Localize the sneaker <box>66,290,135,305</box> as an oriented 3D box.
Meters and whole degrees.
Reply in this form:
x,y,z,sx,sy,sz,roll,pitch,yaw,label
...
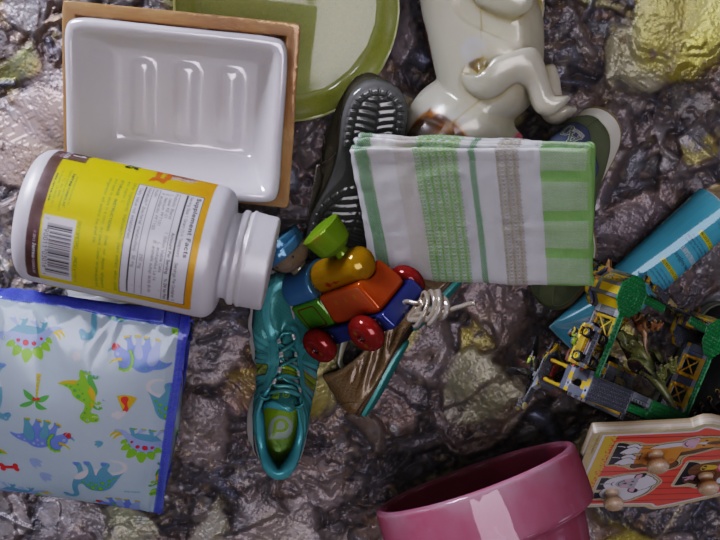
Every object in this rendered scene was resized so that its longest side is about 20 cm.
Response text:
x,y,z,sx,sy,sz,roll,pitch,yaw,label
-0.178,-0.019,0.896,0.199,0.075,0.100,-15,104,-3,sneaker

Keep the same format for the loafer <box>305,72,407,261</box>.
x,y,z,sx,sy,sz,roll,pitch,yaw,label
-0.003,-0.090,0.894,0.075,0.070,0.201,10,125,-14,loafer

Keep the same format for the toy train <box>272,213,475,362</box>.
x,y,z,sx,sy,sz,roll,pitch,yaw,label
0.000,0.000,0.831,0.116,0.199,0.085,51,54,-15,toy train

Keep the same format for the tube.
x,y,z,sx,sy,sz,roll,pitch,yaw,label
0.274,0.005,0.963,0.200,0.050,0.077,-43,125,5,tube

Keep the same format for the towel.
x,y,z,sx,sy,sz,roll,pitch,yaw,label
0.097,-0.051,0.834,0.198,0.031,0.150,3,132,17,towel

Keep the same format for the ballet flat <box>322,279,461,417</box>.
x,y,z,sx,sy,sz,roll,pitch,yaw,label
0.030,0.045,0.945,0.072,0.068,0.201,37,100,9,ballet flat

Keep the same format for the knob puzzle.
x,y,z,sx,sy,sz,roll,pitch,yaw,label
0.305,0.193,0.934,0.218,0.031,0.220,-1,144,-1,knob puzzle

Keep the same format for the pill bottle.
x,y,z,sx,sy,sz,roll,pitch,yaw,label
-0.169,-0.026,0.801,0.198,0.109,0.110,12,100,-3,pill bottle

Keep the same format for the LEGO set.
x,y,z,sx,sy,sz,roll,pitch,yaw,label
0.234,0.071,0.926,0.199,0.116,0.155,13,95,-35,LEGO set

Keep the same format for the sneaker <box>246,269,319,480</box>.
x,y,z,sx,sy,sz,roll,pitch,yaw,label
-0.068,0.100,0.930,0.077,0.080,0.202,1,101,-6,sneaker

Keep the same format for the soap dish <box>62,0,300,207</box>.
x,y,z,sx,sy,sz,roll,pitch,yaw,label
-0.153,-0.145,0.850,0.198,0.081,0.158,6,112,1,soap dish

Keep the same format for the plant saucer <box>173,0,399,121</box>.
x,y,z,sx,sy,sz,roll,pitch,yaw,label
-0.064,-0.234,0.875,0.198,0.031,0.202,1,109,2,plant saucer

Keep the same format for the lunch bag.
x,y,z,sx,sy,sz,roll,pitch,yaw,label
-0.239,0.102,0.867,0.169,0.128,0.201,8,131,-8,lunch bag

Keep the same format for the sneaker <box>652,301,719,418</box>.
x,y,z,sx,sy,sz,roll,pitch,yaw,label
0.342,0.136,0.966,0.074,0.106,0.201,12,101,-8,sneaker

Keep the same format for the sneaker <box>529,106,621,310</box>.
x,y,z,sx,sy,sz,roll,pitch,yaw,label
0.177,-0.045,0.897,0.067,0.090,0.201,24,122,27,sneaker

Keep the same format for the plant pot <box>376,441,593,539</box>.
x,y,z,sx,sy,sz,roll,pitch,yaw,label
0.133,0.273,0.903,0.199,0.200,0.180,-18,85,-2,plant pot

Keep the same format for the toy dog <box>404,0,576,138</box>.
x,y,z,sx,sy,sz,roll,pitch,yaw,label
0.100,-0.177,0.865,0.192,0.140,0.202,14,100,5,toy dog
